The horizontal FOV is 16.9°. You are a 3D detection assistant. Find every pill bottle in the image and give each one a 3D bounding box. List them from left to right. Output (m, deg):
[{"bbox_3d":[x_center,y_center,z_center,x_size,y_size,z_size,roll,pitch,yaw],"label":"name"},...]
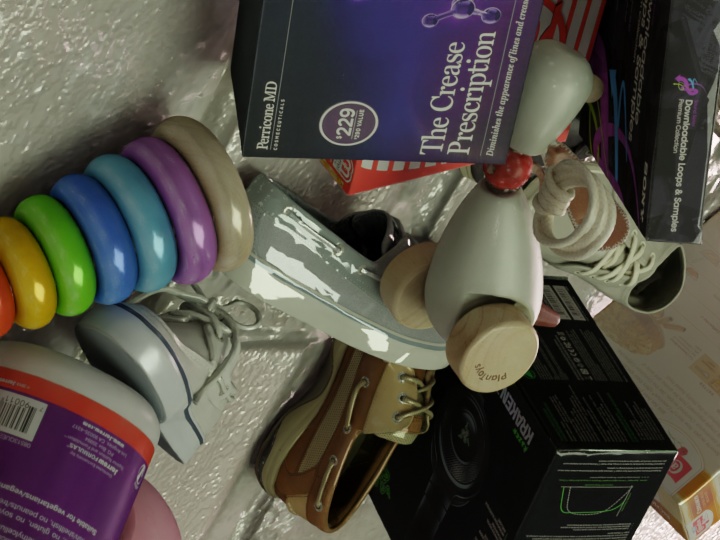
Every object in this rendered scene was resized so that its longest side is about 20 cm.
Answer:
[{"bbox_3d":[-0.187,0.144,1.245,0.200,0.112,0.112,-69,155,-19],"label":"pill bottle"}]

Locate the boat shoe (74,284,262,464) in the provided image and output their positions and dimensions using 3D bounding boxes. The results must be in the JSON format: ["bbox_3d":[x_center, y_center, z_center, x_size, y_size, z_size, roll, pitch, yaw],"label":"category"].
[{"bbox_3d":[-0.095,0.043,1.330,0.086,0.075,0.202,-47,162,-11],"label":"boat shoe"}]

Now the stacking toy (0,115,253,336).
[{"bbox_3d":[-0.156,-0.005,1.213,0.200,0.085,0.085,-25,144,-24],"label":"stacking toy"}]

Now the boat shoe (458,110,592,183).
[{"bbox_3d":[0.150,-0.105,1.467,0.200,0.065,0.072,-31,147,-20],"label":"boat shoe"}]

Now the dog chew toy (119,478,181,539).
[{"bbox_3d":[-0.166,0.192,1.398,0.125,0.125,0.200,-29,154,-25],"label":"dog chew toy"}]

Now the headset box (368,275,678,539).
[{"bbox_3d":[0.095,0.132,1.563,0.093,0.174,0.200,3,128,-27],"label":"headset box"}]

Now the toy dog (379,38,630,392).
[{"bbox_3d":[0.095,-0.024,1.319,0.096,0.132,0.200,0,144,-36],"label":"toy dog"}]

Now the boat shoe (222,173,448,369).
[{"bbox_3d":[-0.001,-0.001,1.387,0.201,0.070,0.072,25,105,-44],"label":"boat shoe"}]

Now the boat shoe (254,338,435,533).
[{"bbox_3d":[0.015,0.078,1.514,0.076,0.074,0.200,5,124,-52],"label":"boat shoe"}]

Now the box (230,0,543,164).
[{"bbox_3d":[0.017,-0.151,1.186,0.141,0.079,0.200,3,133,-8],"label":"box"}]

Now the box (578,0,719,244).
[{"bbox_3d":[0.157,-0.113,1.322,0.036,0.200,0.143,1,109,-8],"label":"box"}]

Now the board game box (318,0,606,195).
[{"bbox_3d":[0.062,-0.144,1.321,0.151,0.046,0.200,-16,139,-28],"label":"board game box"}]

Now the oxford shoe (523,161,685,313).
[{"bbox_3d":[0.161,-0.019,1.592,0.075,0.058,0.200,-47,147,10],"label":"oxford shoe"}]

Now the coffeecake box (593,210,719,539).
[{"bbox_3d":[0.250,0.067,1.703,0.200,0.154,0.073,-39,148,-9],"label":"coffeecake box"}]

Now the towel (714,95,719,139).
[{"bbox_3d":[0.300,-0.165,1.608,0.200,0.034,0.133,-47,150,2],"label":"towel"}]
